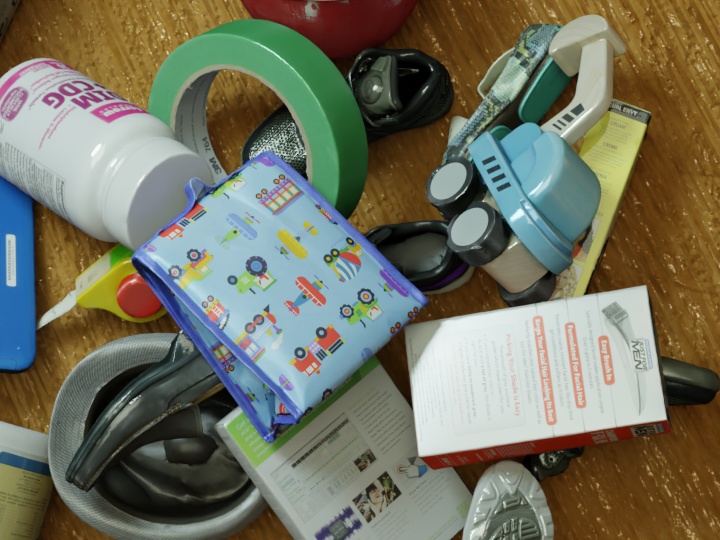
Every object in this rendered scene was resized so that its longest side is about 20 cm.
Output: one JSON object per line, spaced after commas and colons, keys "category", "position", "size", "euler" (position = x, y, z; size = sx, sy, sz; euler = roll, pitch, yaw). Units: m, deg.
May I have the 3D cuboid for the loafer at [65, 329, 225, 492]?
{"category": "loafer", "position": [-0.152, 0.108, 1.433], "size": [0.072, 0.073, 0.200], "euler": [44, 81, -1]}

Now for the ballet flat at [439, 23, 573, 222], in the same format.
{"category": "ballet flat", "position": [0.118, -0.131, 1.554], "size": [0.074, 0.074, 0.200], "euler": [37, 82, 9]}

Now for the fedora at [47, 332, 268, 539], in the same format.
{"category": "fedora", "position": [-0.160, 0.145, 1.510], "size": [0.198, 0.090, 0.178], "euler": [2, 83, -4]}

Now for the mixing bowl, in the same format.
{"category": "mixing bowl", "position": [-0.026, -0.254, 1.538], "size": [0.198, 0.109, 0.201], "euler": [-1, 46, 1]}

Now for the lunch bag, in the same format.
{"category": "lunch bag", "position": [-0.073, 0.006, 1.411], "size": [0.150, 0.094, 0.200], "euler": [-40, 90, -25]}

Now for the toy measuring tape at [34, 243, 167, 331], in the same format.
{"category": "toy measuring tape", "position": [-0.219, 0.032, 1.554], "size": [0.200, 0.074, 0.074], "euler": [-38, 80, 14]}

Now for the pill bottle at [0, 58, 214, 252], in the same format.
{"category": "pill bottle", "position": [-0.222, -0.093, 1.505], "size": [0.199, 0.113, 0.114], "euler": [31, 84, 35]}

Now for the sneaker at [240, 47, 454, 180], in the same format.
{"category": "sneaker", "position": [-0.017, -0.137, 1.536], "size": [0.198, 0.114, 0.077], "euler": [-21, 79, 3]}

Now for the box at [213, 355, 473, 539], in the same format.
{"category": "box", "position": [-0.008, 0.164, 1.476], "size": [0.144, 0.036, 0.201], "euler": [-38, 99, -22]}

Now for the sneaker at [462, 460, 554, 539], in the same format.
{"category": "sneaker", "position": [0.105, 0.252, 1.466], "size": [0.077, 0.099, 0.202], "euler": [2, 94, -19]}

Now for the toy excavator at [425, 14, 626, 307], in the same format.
{"category": "toy excavator", "position": [0.157, -0.095, 1.468], "size": [0.200, 0.100, 0.195], "euler": [-37, 40, 13]}

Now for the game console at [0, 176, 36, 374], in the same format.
{"category": "game console", "position": [-0.382, 0.009, 1.563], "size": [0.169, 0.118, 0.202], "euler": [7, 63, -25]}

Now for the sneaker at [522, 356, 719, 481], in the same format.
{"category": "sneaker", "position": [0.197, 0.121, 1.491], "size": [0.198, 0.076, 0.115], "euler": [2, 83, 8]}

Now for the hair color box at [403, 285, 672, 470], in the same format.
{"category": "hair color box", "position": [0.142, 0.087, 1.431], "size": [0.198, 0.064, 0.112], "euler": [-10, 73, 12]}

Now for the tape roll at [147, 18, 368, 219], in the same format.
{"category": "tape roll", "position": [-0.088, -0.109, 1.506], "size": [0.199, 0.048, 0.202], "euler": [16, 120, 30]}

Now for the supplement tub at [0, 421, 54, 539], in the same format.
{"category": "supplement tub", "position": [-0.341, 0.218, 1.484], "size": [0.144, 0.145, 0.202], "euler": [15, 82, 6]}

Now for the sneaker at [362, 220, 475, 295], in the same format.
{"category": "sneaker", "position": [0.000, -0.001, 1.516], "size": [0.199, 0.100, 0.070], "euler": [-20, 78, 0]}

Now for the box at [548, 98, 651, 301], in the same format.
{"category": "box", "position": [0.191, -0.043, 1.525], "size": [0.050, 0.075, 0.201], "euler": [20, 84, 8]}

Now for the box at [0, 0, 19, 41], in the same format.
{"category": "box", "position": [-0.402, -0.255, 1.538], "size": [0.170, 0.200, 0.200], "euler": [23, 84, 5]}
